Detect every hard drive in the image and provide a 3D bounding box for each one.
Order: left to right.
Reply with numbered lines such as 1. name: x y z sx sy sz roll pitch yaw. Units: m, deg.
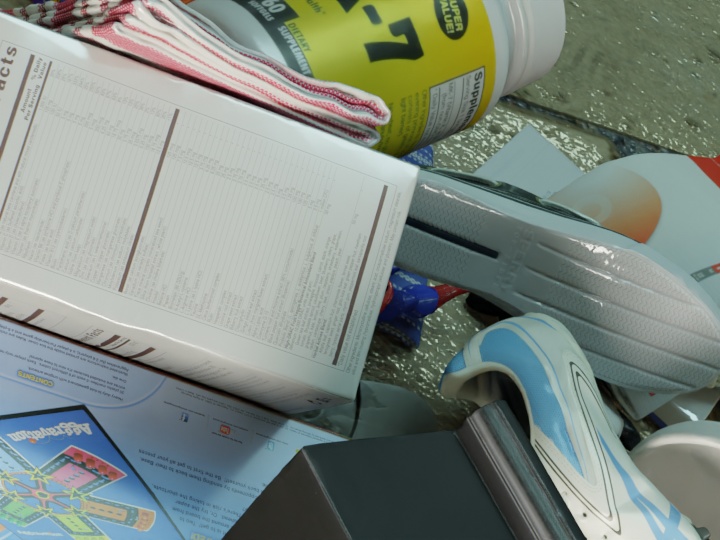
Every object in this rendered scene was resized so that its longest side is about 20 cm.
1. hard drive: 0.148 0.004 1.282 0.200 0.025 0.132 43 35 4

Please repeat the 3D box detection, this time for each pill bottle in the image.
1. pill bottle: 0.004 -0.114 1.094 0.200 0.114 0.114 -25 69 -33

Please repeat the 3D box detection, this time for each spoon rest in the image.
1. spoon rest: 0.160 0.130 1.030 0.099 0.200 0.061 29 63 0

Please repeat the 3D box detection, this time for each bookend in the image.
1. bookend: -0.044 0.150 0.798 0.198 0.200 0.092 -1 51 -44

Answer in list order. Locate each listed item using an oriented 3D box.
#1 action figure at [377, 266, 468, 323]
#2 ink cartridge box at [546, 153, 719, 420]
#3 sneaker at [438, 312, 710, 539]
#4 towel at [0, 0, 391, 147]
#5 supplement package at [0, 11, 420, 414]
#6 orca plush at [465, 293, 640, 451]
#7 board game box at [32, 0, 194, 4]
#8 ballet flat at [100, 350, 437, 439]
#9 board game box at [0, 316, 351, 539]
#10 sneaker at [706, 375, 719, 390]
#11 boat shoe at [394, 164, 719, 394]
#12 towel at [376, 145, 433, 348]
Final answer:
1. action figure: 0.000 0.000 1.077 0.200 0.099 0.065 -26 69 -38
2. ink cartridge box: 0.193 -0.025 1.146 0.050 0.200 0.162 53 3 -34
3. sneaker: 0.106 0.113 0.959 0.072 0.072 0.200 -27 72 -19
4. towel: -0.098 -0.090 0.963 0.146 0.200 0.030 24 77 -35
5. supplement package: -0.094 -0.021 0.923 0.199 0.110 0.114 20 77 -14
6. orca plush: 0.084 0.064 1.122 0.105 0.071 0.200 44 8 -28
7. board game box: -0.081 -0.141 1.182 0.199 0.045 0.135 3 47 -27
8. ballet flat: -0.056 0.052 1.010 0.200 0.046 0.068 21 77 -17
9. board game box: -0.100 0.094 0.931 0.200 0.019 0.103 21 57 -21
10. sneaker: 0.223 0.041 1.224 0.200 0.078 0.099 -22 71 -50
11. boat shoe: 0.097 -0.007 1.057 0.200 0.072 0.071 28 23 -3
12. towel: -0.022 -0.055 1.200 0.145 0.024 0.200 28 39 -19
